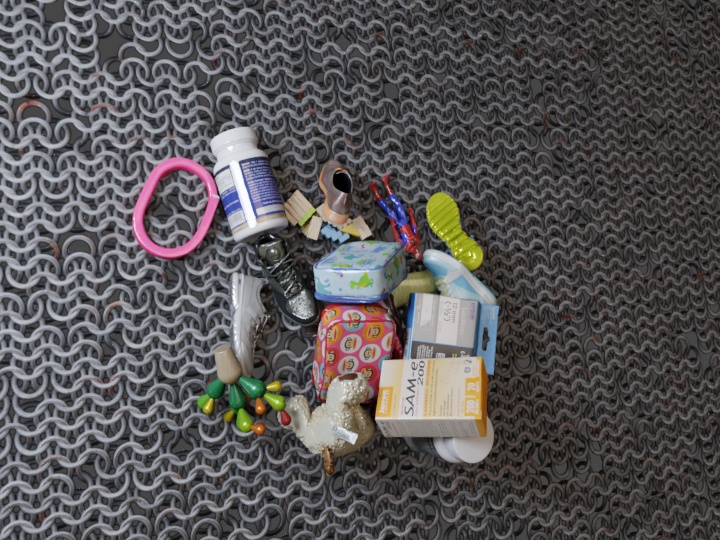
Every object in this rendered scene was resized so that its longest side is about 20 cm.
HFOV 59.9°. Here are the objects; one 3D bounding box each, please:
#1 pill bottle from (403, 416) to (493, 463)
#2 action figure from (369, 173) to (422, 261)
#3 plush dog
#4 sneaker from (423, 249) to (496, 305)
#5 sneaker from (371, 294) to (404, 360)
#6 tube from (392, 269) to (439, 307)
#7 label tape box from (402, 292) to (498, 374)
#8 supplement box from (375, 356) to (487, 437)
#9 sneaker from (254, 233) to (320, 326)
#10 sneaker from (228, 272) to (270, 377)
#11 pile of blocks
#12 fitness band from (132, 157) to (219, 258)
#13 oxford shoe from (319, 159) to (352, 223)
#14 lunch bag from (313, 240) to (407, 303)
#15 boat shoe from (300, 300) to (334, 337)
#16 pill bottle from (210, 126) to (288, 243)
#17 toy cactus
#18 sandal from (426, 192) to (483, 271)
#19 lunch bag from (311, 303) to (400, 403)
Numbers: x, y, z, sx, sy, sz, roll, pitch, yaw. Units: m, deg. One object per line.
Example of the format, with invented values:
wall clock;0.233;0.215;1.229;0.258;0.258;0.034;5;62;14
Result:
pill bottle;0.172;0.321;1.258;0.111;0.199;0.117;2;84;-24
action figure;0.087;-0.112;1.386;0.065;0.051;0.203;-29;95;-27
plush dog;-0.035;0.299;1.185;0.171;0.197;0.164;24;43;-59
sneaker;0.190;0.058;1.330;0.199;0.079;0.132;39;72;-8
sneaker;0.067;0.137;1.320;0.095;0.077;0.205;-40;117;-58
tube;0.132;0.030;1.380;0.196;0.052;0.059;-16;60;-21
label tape box;0.190;0.129;1.258;0.194;0.066;0.147;8;84;-6
supplement box;0.134;0.235;1.161;0.074;0.195;0.128;64;27;-46
sneaker;-0.146;0.013;1.192;0.075;0.115;0.202;-28;73;-5
sneaker;-0.211;0.104;1.207;0.080;0.075;0.206;1;80;-20
pile of blocks;-0.075;-0.097;1.306;0.196;0.062;0.084;21;85;-5
fitness band;-0.356;-0.120;1.207;0.141;0.037;0.204;24;72;-17
oxford shoe;-0.041;-0.181;1.282;0.070;0.074;0.202;11;37;-18
lunch bag;0.000;0.000;1.237;0.157;0.200;0.085;2;108;19
boat shoe;-0.044;0.073;1.292;0.199;0.071;0.062;-25;133;-35
pill bottle;-0.222;-0.167;1.227;0.113;0.115;0.205;-17;88;-24
toy cactus;-0.219;0.211;1.133;0.102;0.196;0.169;-36;120;-48
sandal;0.213;-0.083;1.421;0.078;0.087;0.203;-28;75;11
lunch bag;-0.002;0.165;1.233;0.172;0.082;0.205;1;117;-18
